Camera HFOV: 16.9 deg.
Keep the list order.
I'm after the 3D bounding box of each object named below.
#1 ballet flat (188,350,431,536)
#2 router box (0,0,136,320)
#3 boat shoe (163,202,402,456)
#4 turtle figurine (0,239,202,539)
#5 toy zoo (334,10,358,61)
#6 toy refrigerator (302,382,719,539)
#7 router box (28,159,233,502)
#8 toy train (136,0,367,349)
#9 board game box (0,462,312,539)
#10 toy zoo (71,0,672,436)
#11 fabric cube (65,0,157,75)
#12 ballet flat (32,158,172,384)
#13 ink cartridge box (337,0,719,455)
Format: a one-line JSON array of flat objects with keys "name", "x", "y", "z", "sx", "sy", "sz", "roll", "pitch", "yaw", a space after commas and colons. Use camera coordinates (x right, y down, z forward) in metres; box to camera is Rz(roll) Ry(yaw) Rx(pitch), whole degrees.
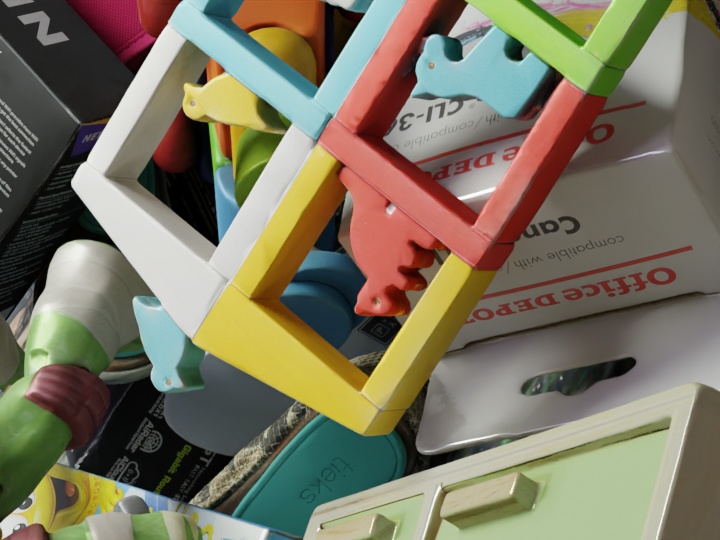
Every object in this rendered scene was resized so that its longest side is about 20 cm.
[{"name": "ballet flat", "x": -0.041, "y": 0.102, "z": 0.901, "sx": 0.200, "sy": 0.068, "sz": 0.075, "roll": -45, "pitch": 4, "yaw": 22}, {"name": "router box", "x": -0.193, "y": -0.074, "z": 0.933, "sx": 0.157, "sy": 0.200, "sz": 0.052, "roll": -50, "pitch": -14, "yaw": 31}, {"name": "boat shoe", "x": 0.000, "y": 0.000, "z": 0.911, "sx": 0.200, "sy": 0.070, "sz": 0.066, "roll": -41, "pitch": 29, "yaw": 37}, {"name": "turtle figurine", "x": -0.109, "y": 0.101, "z": 0.773, "sx": 0.144, "sy": 0.199, "sz": 0.194, "roll": 124, "pitch": 166, "yaw": -46}, {"name": "toy zoo", "x": 0.029, "y": -0.118, "z": 1.045, "sx": 0.200, "sy": 0.020, "sz": 0.132, "roll": -8, "pitch": 55, "yaw": 64}, {"name": "toy refrigerator", "x": 0.047, "y": 0.095, "z": 0.686, "sx": 0.200, "sy": 0.070, "sz": 0.076, "roll": -26, "pitch": 40, "yaw": 57}, {"name": "router box", "x": -0.077, "y": 0.006, "z": 1.087, "sx": 0.150, "sy": 0.062, "sz": 0.200, "roll": -55, "pitch": 22, "yaw": 11}, {"name": "toy train", "x": -0.029, "y": -0.068, "z": 0.797, "sx": 0.200, "sy": 0.084, "sz": 0.116, "roll": 91, "pitch": 171, "yaw": -52}, {"name": "board game box", "x": -0.107, "y": 0.169, "z": 0.834, "sx": 0.195, "sy": 0.056, "sz": 0.201, "roll": 10, "pitch": 79, "yaw": 46}, {"name": "toy zoo", "x": -0.005, "y": -0.044, "z": 0.728, "sx": 0.200, "sy": 0.131, "sz": 0.020, "roll": -58, "pitch": -23, "yaw": 15}, {"name": "fabric cube", "x": -0.140, "y": -0.169, "z": 1.030, "sx": 0.200, "sy": 0.200, "sz": 0.196, "roll": -30, "pitch": 4, "yaw": 31}, {"name": "ballet flat", "x": -0.100, "y": 0.007, "z": 0.988, "sx": 0.200, "sy": 0.067, "sz": 0.064, "roll": -102, "pitch": 18, "yaw": -59}, {"name": "ink cartridge box", "x": 0.064, "y": -0.046, "z": 0.773, "sx": 0.116, "sy": 0.068, "sz": 0.201, "roll": -15, "pitch": 44, "yaw": 26}]
